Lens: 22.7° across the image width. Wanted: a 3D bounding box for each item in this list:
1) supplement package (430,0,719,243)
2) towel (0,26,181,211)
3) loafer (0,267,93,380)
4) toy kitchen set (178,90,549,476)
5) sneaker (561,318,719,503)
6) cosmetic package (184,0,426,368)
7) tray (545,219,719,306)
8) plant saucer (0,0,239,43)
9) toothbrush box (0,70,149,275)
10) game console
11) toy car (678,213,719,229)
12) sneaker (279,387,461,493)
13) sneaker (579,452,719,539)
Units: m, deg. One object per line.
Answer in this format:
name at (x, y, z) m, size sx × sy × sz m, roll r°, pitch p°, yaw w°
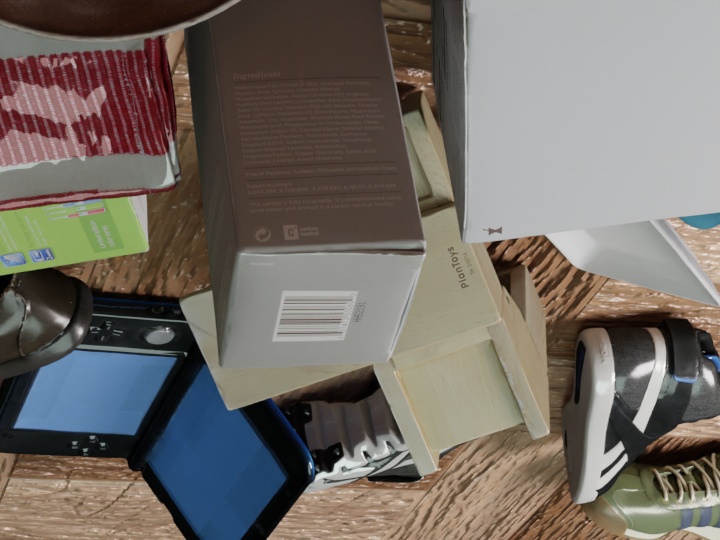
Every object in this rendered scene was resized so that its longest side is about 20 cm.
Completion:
supplement package at (0.116, -0.118, 0.845) m, size 0.155 × 0.111 × 0.200 m, roll -7°, pitch 150°, yaw -1°
towel at (-0.158, -0.117, 0.762) m, size 0.144 × 0.023 × 0.200 m, roll -7°, pitch 115°, yaw -1°
loafer at (-0.257, 0.037, 1.067) m, size 0.200 × 0.073 × 0.071 m, roll -24°, pitch 136°, yaw 16°
toy kitchen set at (0.000, 0.000, 1.054) m, size 0.163 × 0.180 × 0.200 m, roll -19°, pitch 108°, yaw 12°
sneaker at (0.206, 0.106, 1.276) m, size 0.112 × 0.073 × 0.200 m, roll -5°, pitch 148°, yaw -3°
cosmetic package at (-0.031, -0.066, 0.811) m, size 0.090 × 0.200 × 0.107 m, roll -1°, pitch 151°, yaw -9°
tray at (0.135, -0.037, 1.034) m, size 0.107 × 0.022 × 0.200 m, roll 18°, pitch 166°, yaw 36°
plant saucer at (-0.105, -0.185, 0.693) m, size 0.200 × 0.035 × 0.201 m, roll -3°, pitch 124°, yaw -5°
toothbrush box at (-0.216, -0.065, 0.876) m, size 0.200 × 0.086 × 0.146 m, roll -11°, pitch 147°, yaw 1°
game console at (-0.144, 0.117, 1.167) m, size 0.170 × 0.118 × 0.200 m, roll 5°, pitch 146°, yaw -21°
toy car at (0.285, -0.018, 0.963) m, size 0.177 × 0.200 × 0.184 m, roll 19°, pitch 139°, yaw -38°
sneaker at (0.004, 0.124, 1.264) m, size 0.200 × 0.067 × 0.090 m, roll -23°, pitch 144°, yaw 19°
sneaker at (0.269, 0.168, 1.412) m, size 0.200 × 0.067 × 0.090 m, roll 14°, pitch 135°, yaw -33°
